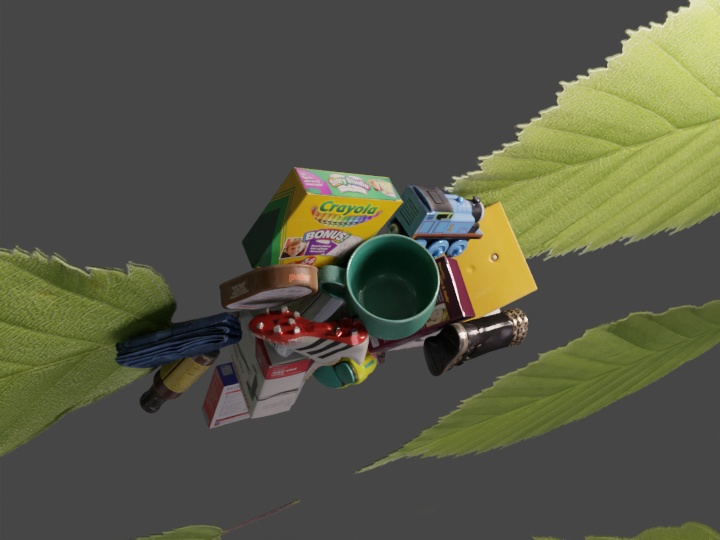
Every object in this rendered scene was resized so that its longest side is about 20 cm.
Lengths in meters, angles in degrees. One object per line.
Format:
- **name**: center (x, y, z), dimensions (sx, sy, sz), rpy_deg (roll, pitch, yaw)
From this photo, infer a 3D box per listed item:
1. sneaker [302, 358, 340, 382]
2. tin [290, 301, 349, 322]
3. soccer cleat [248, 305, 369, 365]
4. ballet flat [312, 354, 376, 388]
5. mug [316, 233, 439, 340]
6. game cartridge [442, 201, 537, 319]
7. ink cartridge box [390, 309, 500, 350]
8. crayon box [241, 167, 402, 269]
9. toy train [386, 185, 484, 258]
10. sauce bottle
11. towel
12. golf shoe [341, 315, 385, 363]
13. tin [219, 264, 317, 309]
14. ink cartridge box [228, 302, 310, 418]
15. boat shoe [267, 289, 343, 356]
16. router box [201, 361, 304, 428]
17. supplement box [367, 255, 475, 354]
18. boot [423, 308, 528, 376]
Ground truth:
- **sneaker**: center (-0.108, 0.145, 1.705), dimensions (0.089, 0.076, 0.199), rpy_deg (34, 140, -20)
- **tin**: center (-0.066, 0.075, 1.725), dimensions (0.197, 0.042, 0.113), rpy_deg (-23, 149, -9)
- **soccer cleat**: center (-0.083, 0.110, 1.469), dimensions (0.196, 0.069, 0.086), rpy_deg (3, 127, 7)
- **ballet flat**: center (-0.027, 0.180, 1.710), dimensions (0.066, 0.068, 0.199), rpy_deg (-29, -174, -24)
- **mug**: center (0.037, 0.025, 1.502), dimensions (0.152, 0.184, 0.115), rpy_deg (-48, 165, -20)
- **game cartridge**: center (0.201, -0.004, 1.686), dimensions (0.197, 0.179, 0.032), rpy_deg (-25, -176, 1)
- **ink cartridge box**: center (0.156, 0.090, 1.827), dimensions (0.198, 0.086, 0.143), rpy_deg (-24, 166, 40)
- **crayon box**: center (-0.059, -0.075, 1.433), dimensions (0.198, 0.059, 0.173), rpy_deg (0, 143, -43)
- **toy train**: center (0.134, -0.082, 1.574), dimensions (0.197, 0.087, 0.115), rpy_deg (-1, 138, -42)
- **sauce bottle**: center (-0.330, 0.187, 1.651), dimensions (0.064, 0.065, 0.200), rpy_deg (7, 139, -49)
- **towel**: center (-0.297, 0.122, 1.523), dimensions (0.196, 0.049, 0.112), rpy_deg (-16, 169, 5)
- **golf shoe**: center (-0.006, 0.132, 1.780), dimensions (0.090, 0.074, 0.200), rpy_deg (-10, 155, 13)
- **tin**: center (-0.148, 0.029, 1.462), dimensions (0.110, 0.043, 0.199), rpy_deg (8, 163, -36)
- **ink cartridge box**: center (-0.166, 0.151, 1.640), dimensions (0.081, 0.148, 0.201), rpy_deg (-11, 149, -24)
- **boat shoe**: center (-0.086, 0.059, 1.557), dimensions (0.200, 0.062, 0.072), rpy_deg (-44, 163, -31)
- **router box**: center (-0.209, 0.235, 1.862), dimensions (0.197, 0.049, 0.180), rpy_deg (-12, 150, -28)
- **supplement box**: center (0.090, 0.064, 1.626), dimensions (0.197, 0.112, 0.085), rpy_deg (-22, 169, 18)
- **boot**: center (0.201, 0.126, 1.640), dimensions (0.148, 0.074, 0.200), rpy_deg (-13, 162, -18)
